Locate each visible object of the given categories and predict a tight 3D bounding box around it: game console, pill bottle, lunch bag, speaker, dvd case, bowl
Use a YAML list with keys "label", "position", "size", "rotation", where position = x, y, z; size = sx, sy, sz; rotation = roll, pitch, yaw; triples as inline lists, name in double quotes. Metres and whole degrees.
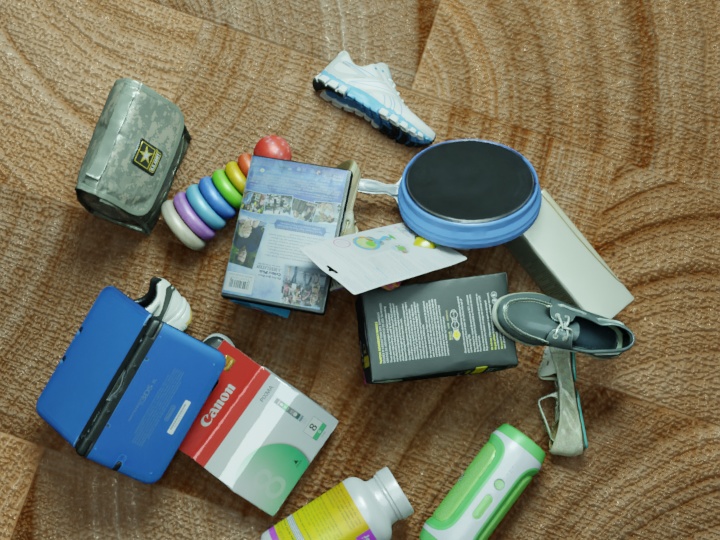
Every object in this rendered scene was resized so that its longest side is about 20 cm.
- label: "game console"
  position: [-0.306, 0.151, 1.276]
  size: [0.170, 0.118, 0.201]
  rotation: [31, 89, -24]
- label: "pill bottle"
  position: [-0.029, 0.353, 1.308]
  size: [0.200, 0.104, 0.105]
  rotation: [-32, 85, -7]
- label: "lunch bag"
  position: [-0.315, -0.154, 1.313]
  size: [0.117, 0.200, 0.165]
  rotation: [21, 81, 0]
- label: "speaker"
  position: [0.170, 0.314, 1.334]
  size: [0.088, 0.088, 0.200]
  rotation: [38, 82, 2]
- label: "dvd case"
  position: [-0.097, -0.049, 1.281]
  size: [0.142, 0.018, 0.201]
  rotation: [10, 79, 8]
- label: "bowl"
  position: [0.150, -0.112, 1.321]
  size: [0.199, 0.039, 0.201]
  rotation: [-2, 44, 2]

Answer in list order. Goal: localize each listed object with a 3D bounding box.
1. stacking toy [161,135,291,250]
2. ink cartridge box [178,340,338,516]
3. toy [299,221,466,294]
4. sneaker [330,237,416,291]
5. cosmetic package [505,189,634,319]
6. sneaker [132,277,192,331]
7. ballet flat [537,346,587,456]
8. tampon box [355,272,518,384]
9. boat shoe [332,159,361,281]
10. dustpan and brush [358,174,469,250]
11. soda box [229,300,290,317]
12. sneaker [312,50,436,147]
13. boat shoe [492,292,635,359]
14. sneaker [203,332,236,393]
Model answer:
- label: "stacking toy"
  position: [-0.183, -0.120, 1.352]
  size: [0.200, 0.085, 0.085]
  rotation: [-39, 86, 7]
- label: "ink cartridge box"
  position: [-0.151, 0.216, 1.310]
  size: [0.200, 0.050, 0.161]
  rotation: [40, 81, -26]
- label: "toy"
  position: [0.030, -0.007, 1.258]
  size: [0.199, 0.047, 0.115]
  rotation: [-19, 42, -36]
- label: "sneaker"
  position: [0.000, 0.000, 1.376]
  size: [0.199, 0.083, 0.081]
  rotation: [-9, 63, 11]
- label: "cosmetic package"
  position: [0.289, -0.010, 1.376]
  size: [0.073, 0.104, 0.200]
  rotation: [-39, 87, -8]
- label: "sneaker"
  position: [-0.336, 0.084, 1.331]
  size: [0.200, 0.076, 0.088]
  rotation: [-37, 119, -16]
- label: "ballet flat"
  position: [0.283, 0.166, 1.373]
  size: [0.062, 0.067, 0.201]
  rotation: [-7, 82, 6]
- label: "tampon box"
  position: [0.100, 0.086, 1.329]
  size: [0.199, 0.150, 0.127]
  rotation: [-6, 82, -4]
- label: "boat shoe"
  position: [-0.039, -0.056, 1.331]
  size: [0.065, 0.072, 0.201]
  rotation: [28, 75, -27]
- label: "dustpan and brush"
  position: [0.078, -0.109, 1.398]
  size: [0.199, 0.057, 0.140]
  rotation: [6, 82, -3]
- label: "soda box"
  position: [-0.116, -0.039, 1.365]
  size: [0.068, 0.064, 0.201]
  rotation: [22, 79, -34]
- label: "sneaker"
  position: [0.034, -0.258, 1.413]
  size: [0.200, 0.075, 0.087]
  rotation: [33, 76, 1]
- label: "boat shoe"
  position: [0.270, 0.071, 1.260]
  size: [0.199, 0.062, 0.073]
  rotation: [17, 77, -18]
- label: "sneaker"
  position: [-0.236, 0.178, 1.331]
  size: [0.072, 0.083, 0.201]
  rotation: [31, 82, 1]
